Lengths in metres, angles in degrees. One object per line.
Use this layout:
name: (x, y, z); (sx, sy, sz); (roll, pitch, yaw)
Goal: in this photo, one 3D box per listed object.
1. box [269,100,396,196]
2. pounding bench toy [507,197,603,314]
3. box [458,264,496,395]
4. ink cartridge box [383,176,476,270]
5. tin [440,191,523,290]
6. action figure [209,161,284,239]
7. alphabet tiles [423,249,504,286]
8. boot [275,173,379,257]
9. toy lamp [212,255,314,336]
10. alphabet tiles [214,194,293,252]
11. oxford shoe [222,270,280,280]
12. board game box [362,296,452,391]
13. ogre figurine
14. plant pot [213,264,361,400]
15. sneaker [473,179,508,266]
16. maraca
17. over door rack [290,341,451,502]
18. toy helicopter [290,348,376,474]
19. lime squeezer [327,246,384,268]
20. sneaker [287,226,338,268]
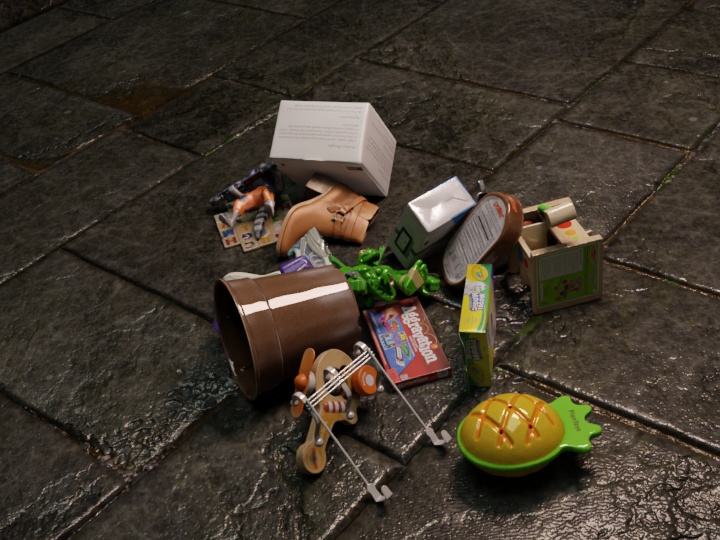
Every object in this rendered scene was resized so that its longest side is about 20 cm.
box: (-0.052, -0.248, 1.930); (0.197, 0.200, 0.132); (6, 77, 20)
pounding bench toy: (0.325, -0.061, 1.608); (0.123, 0.201, 0.156); (-14, 36, -5)
box: (0.188, 0.094, 1.502); (0.048, 0.118, 0.201); (0, 38, 15)
ink cartridge box: (0.123, -0.075, 1.721); (0.116, 0.200, 0.068); (-30, 75, -23)
tin: (0.207, -0.049, 1.630); (0.042, 0.200, 0.113); (11, 43, -33)
action figure: (-0.227, -0.143, 1.967); (0.199, 0.105, 0.194); (-26, 21, 26)
alphabet tiles: (0.199, -0.036, 1.771); (0.199, 0.008, 0.167); (-30, 40, -24)
boot: (-0.066, -0.085, 1.850); (0.154, 0.074, 0.201); (28, 74, 6)
toy lamp: (-0.165, 0.049, 1.637); (0.200, 0.058, 0.058); (-40, 37, 6)
alphabet tiles: (-0.216, -0.105, 1.965); (0.165, 0.006, 0.200); (-17, 36, -10)
oxford shoe: (-0.169, 0.041, 1.700); (0.198, 0.076, 0.058); (1, 39, 22)
board game box: (0.075, 0.119, 1.579); (0.102, 0.020, 0.200); (-14, 36, -7)
ogre figurine: (0.030, 0.018, 1.628); (0.199, 0.099, 0.119); (-26, 23, -37)
plant pot: (-0.116, 0.086, 1.538); (0.197, 0.202, 0.200); (-16, 35, -21)
sneaker: (0.217, -0.112, 1.742); (0.077, 0.141, 0.200); (-23, 38, -17)
maraca: (0.234, 0.226, 1.318); (0.198, 0.108, 0.138); (-10, 35, -1)
over door rack: (0.010, 0.223, 1.373); (0.147, 0.067, 0.200); (-37, 79, -32)
toy helicopter: (-0.058, 0.208, 1.413); (0.079, 0.132, 0.201); (-18, 43, 43)
lime squeezer: (0.000, 0.000, 1.727); (0.038, 0.071, 0.200); (-32, -10, 29)
sneaker: (-0.080, 0.007, 1.741); (0.086, 0.078, 0.200); (-33, 38, 4)
